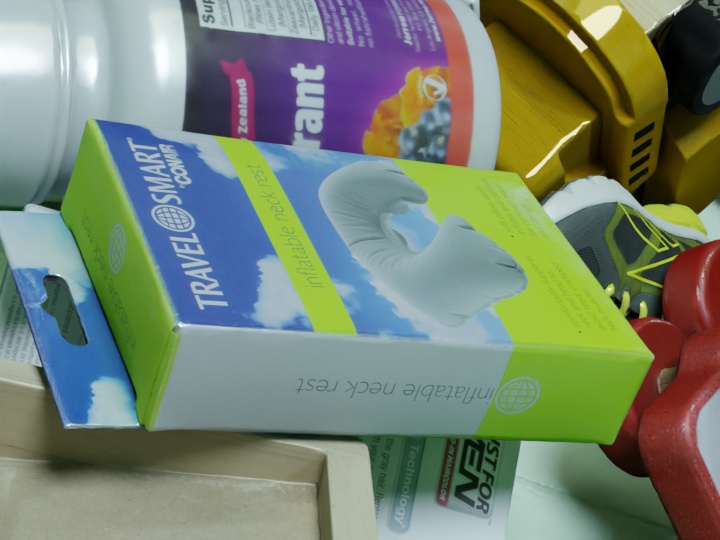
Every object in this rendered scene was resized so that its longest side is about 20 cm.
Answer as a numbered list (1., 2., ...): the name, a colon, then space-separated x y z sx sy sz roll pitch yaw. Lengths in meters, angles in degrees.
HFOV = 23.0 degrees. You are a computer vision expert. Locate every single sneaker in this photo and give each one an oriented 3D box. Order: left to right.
1. sneaker: 0.127 0.011 0.816 0.199 0.075 0.085 -2 50 -52

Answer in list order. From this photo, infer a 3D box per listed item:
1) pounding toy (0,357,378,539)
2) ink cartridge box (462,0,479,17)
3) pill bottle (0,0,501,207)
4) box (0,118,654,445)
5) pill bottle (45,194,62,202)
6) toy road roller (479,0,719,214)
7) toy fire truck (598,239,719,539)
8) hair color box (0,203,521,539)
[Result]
1. pounding toy: -0.065 0.143 0.514 0.199 0.143 0.184 13 24 -9
2. ink cartridge box: -0.013 -0.161 0.994 0.199 0.044 0.173 26 29 34
3. pill bottle: -0.055 -0.062 0.691 0.199 0.112 0.112 2 38 -25
4. box: -0.014 0.005 0.604 0.199 0.048 0.122 5 33 -28
5. pill bottle: -0.112 -0.135 0.819 0.116 0.117 0.200 31 58 14
6. toy road roller: 0.101 -0.081 0.858 0.146 0.200 0.123 -39 69 -12
7. toy fire truck: 0.192 0.071 0.738 0.200 0.112 0.169 -37 102 -47
8. hair color box: -0.042 0.055 0.657 0.199 0.061 0.100 16 70 -9
